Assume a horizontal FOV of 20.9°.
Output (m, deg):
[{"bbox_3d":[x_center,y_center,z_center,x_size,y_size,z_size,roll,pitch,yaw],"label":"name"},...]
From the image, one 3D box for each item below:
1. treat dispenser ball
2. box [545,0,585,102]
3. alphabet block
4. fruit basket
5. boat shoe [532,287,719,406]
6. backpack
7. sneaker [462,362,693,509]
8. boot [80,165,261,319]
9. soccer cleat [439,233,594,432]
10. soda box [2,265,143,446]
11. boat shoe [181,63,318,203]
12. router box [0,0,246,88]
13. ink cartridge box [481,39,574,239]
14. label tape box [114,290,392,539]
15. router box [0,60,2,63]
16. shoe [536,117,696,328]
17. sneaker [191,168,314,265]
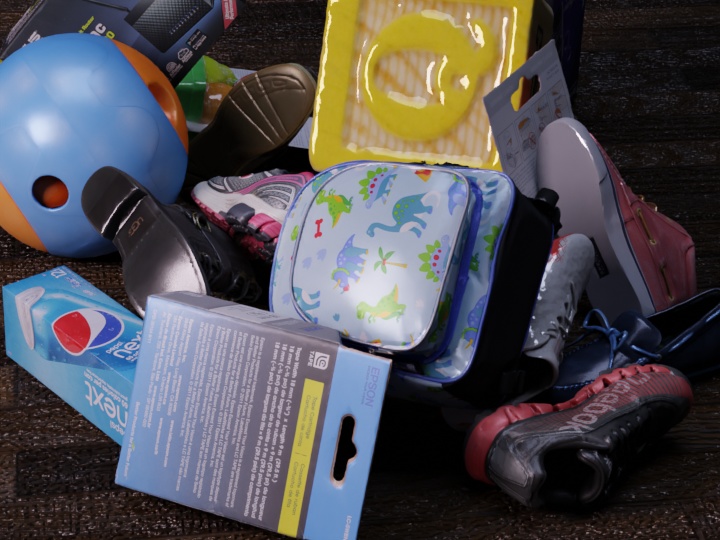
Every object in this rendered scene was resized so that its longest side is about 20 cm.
[{"bbox_3d":[-0.254,-0.112,1.756,0.199,0.202,0.201,1,28,-1],"label":"treat dispenser ball"},{"bbox_3d":[0.168,-0.252,2.035,0.103,0.202,0.148,11,31,17],"label":"box"},{"bbox_3d":[0.071,-0.175,1.829,0.194,0.198,0.200,6,2,11],"label":"alphabet block"},{"bbox_3d":[-0.134,-0.167,2.009,0.198,0.094,0.186,12,26,-15],"label":"fruit basket"},{"bbox_3d":[0.222,0.059,1.603,0.199,0.069,0.084,-22,36,-31],"label":"boat shoe"},{"bbox_3d":[0.026,0.000,1.495,0.199,0.185,0.147,6,-16,34],"label":"backpack"},{"bbox_3d":[0.180,0.130,1.473,0.199,0.071,0.098,-16,33,-25],"label":"sneaker"},{"bbox_3d":[-0.137,-0.005,1.646,0.174,0.069,0.201,28,23,-54],"label":"boot"},{"bbox_3d":[0.139,0.053,1.553,0.085,0.069,0.200,15,56,49],"label":"soccer cleat"},{"bbox_3d":[-0.209,0.070,1.563,0.064,0.068,0.199,-21,36,-36],"label":"soda box"},{"bbox_3d":[-0.099,-0.135,1.847,0.072,0.201,0.066,55,38,7],"label":"boat shoe"},{"bbox_3d":[-0.224,-0.237,1.843,0.149,0.200,0.062,36,20,-19],"label":"router box"},{"bbox_3d":[0.149,-0.082,1.725,0.050,0.201,0.161,-8,20,33],"label":"ink cartridge box"},{"bbox_3d":[-0.069,0.108,1.416,0.198,0.146,0.063,14,7,22],"label":"label tape box"},{"bbox_3d":[-0.316,-0.157,1.987,0.148,0.051,0.200,2,29,-4],"label":"router box"},{"bbox_3d":[0.225,-0.043,1.691,0.091,0.202,0.071,-20,-2,-42],"label":"shoe"},{"bbox_3d":[-0.087,-0.054,1.738,0.075,0.081,0.200,-46,24,-11],"label":"sneaker"}]
